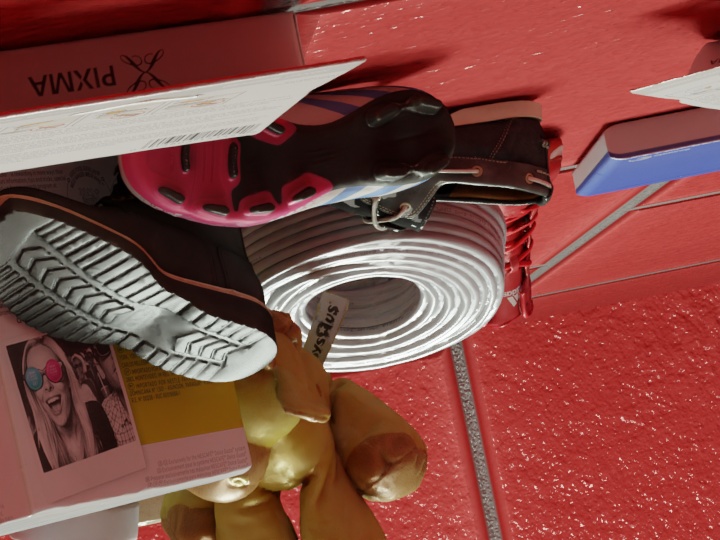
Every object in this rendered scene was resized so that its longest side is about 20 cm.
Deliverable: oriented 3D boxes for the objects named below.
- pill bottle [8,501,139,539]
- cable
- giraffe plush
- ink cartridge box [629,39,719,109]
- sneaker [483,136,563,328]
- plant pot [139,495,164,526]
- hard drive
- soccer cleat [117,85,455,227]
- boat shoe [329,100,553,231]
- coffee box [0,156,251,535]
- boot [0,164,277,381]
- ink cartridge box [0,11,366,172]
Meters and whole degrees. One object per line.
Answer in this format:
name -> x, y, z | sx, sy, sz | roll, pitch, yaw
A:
pill bottle -> -0.175, 0.066, 1.709 | 0.111, 0.201, 0.111 | 2, -178, 0
cable -> 0.000, 0.000, 1.800 | 0.199, 0.070, 0.200 | -7, 152, -2
giraffe plush -> -0.059, 0.091, 1.649 | 0.172, 0.201, 0.162 | 0, 166, 17
ink cartridge box -> 0.258, -0.131, 1.547 | 0.160, 0.050, 0.200 | -15, 170, 30
sneaker -> 0.109, -0.023, 1.926 | 0.078, 0.116, 0.200 | -11, 175, -5
plant pot -> -0.183, 0.088, 2.013 | 0.186, 0.201, 0.187 | -12, 174, -1
hard drive -> 0.229, -0.088, 1.988 | 0.131, 0.026, 0.200 | -11, 175, -3
soccer cleat -> -0.046, -0.061, 1.480 | 0.199, 0.070, 0.086 | -6, -178, -27
boat shoe -> 0.020, -0.056, 1.680 | 0.199, 0.068, 0.072 | -9, 177, -9
coffee box -> -0.212, 0.047, 1.543 | 0.199, 0.199, 0.200 | -17, 175, 34
boot -> -0.133, -0.032, 1.466 | 0.077, 0.139, 0.200 | -29, 142, 25
ink cartridge box -> -0.118, -0.082, 1.230 | 0.199, 0.045, 0.176 | -10, 175, -20
